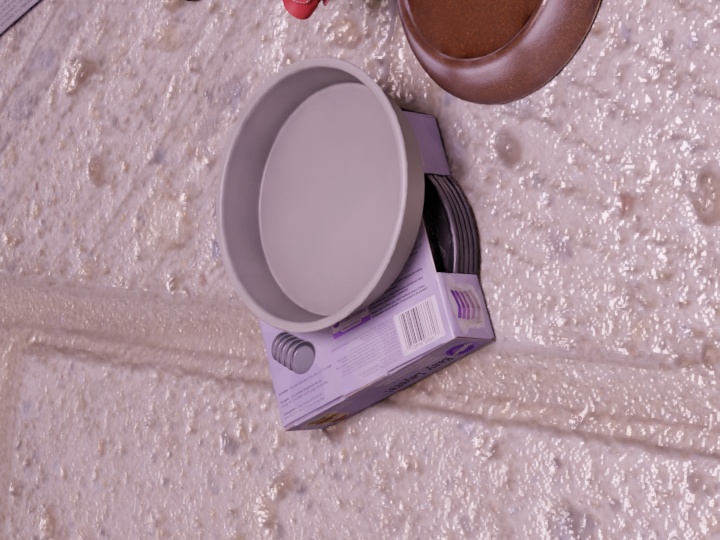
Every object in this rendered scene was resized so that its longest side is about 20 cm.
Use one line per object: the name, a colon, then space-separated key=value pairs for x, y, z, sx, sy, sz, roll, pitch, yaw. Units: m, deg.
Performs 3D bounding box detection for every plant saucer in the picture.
plant saucer: x=0.092 y=-0.221 z=1.527 sx=0.199 sy=0.032 sz=0.202 roll=-5 pitch=83 yaw=45

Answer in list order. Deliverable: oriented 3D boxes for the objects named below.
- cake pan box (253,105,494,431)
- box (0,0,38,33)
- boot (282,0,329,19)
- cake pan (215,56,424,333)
cake pan box: x=0.000 y=0.000 z=1.582 sx=0.199 sy=0.052 sz=0.186 roll=-32 pitch=67 yaw=39
box: x=-0.412 y=-0.271 z=1.911 sx=0.183 sy=0.199 sz=0.106 roll=-32 pitch=63 yaw=38
boot: x=-0.001 y=-0.237 z=1.486 sx=0.200 sy=0.072 sz=0.146 roll=31 pitch=113 yaw=52
cake pan: x=-0.028 y=-0.054 z=1.555 sx=0.199 sy=0.037 sz=0.202 roll=-7 pitch=80 yaw=44
